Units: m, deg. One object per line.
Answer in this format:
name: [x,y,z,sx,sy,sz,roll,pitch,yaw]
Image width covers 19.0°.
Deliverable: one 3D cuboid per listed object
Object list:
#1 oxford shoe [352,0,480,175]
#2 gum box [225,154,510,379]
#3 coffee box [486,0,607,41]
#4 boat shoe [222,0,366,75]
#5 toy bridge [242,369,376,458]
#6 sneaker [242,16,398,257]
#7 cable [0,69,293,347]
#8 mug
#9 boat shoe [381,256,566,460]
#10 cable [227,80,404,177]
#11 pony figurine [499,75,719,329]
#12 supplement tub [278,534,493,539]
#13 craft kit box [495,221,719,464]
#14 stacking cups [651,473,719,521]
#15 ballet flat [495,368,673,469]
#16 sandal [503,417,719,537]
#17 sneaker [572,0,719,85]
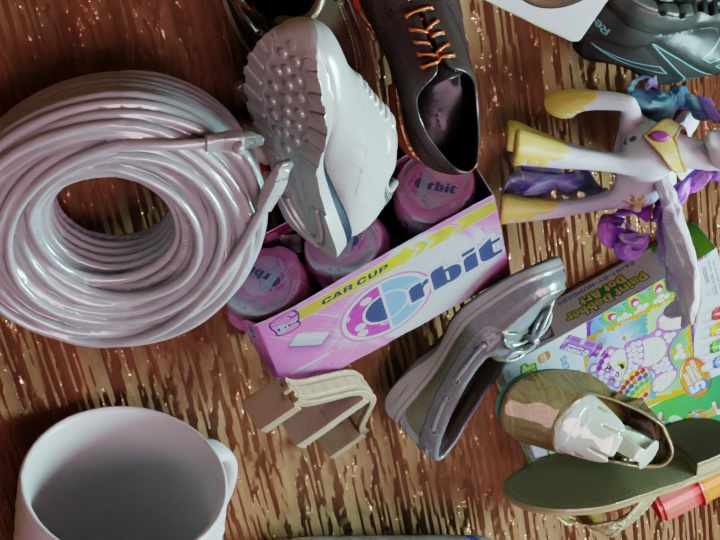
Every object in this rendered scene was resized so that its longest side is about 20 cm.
oxford shoe: [0.045,-0.157,1.417,0.071,0.073,0.200,-24,115,-11]
gum box: [0.000,0.000,1.519,0.200,0.066,0.114,-29,150,-6]
coffee box: [0.071,-0.288,1.263,0.200,0.200,0.198,20,113,-37]
boat shoe: [-0.051,-0.172,1.372,0.075,0.075,0.202,-38,133,3]
toy bridge: [-0.025,0.100,1.561,0.067,0.027,0.200,-35,163,6]
sneaker: [-0.019,-0.099,1.394,0.080,0.076,0.200,-37,149,-21]
cable: [-0.160,-0.039,1.391,0.200,0.069,0.200,10,129,-15]
mug: [-0.161,0.198,1.567,0.200,0.148,0.175,-38,151,-40]
boat shoe: [0.093,0.063,1.599,0.074,0.065,0.202,-21,158,-53]
cable: [-0.032,-0.070,1.478,0.200,0.050,0.097,16,117,-36]
pony figurine: [0.202,-0.065,1.539,0.200,0.167,0.193,4,156,-1]
supplement tub: [0.021,0.277,1.720,0.200,0.132,0.132,5,122,-30]
craft kit box: [0.212,0.083,1.736,0.197,0.049,0.200,-27,133,-3]
stacking cups: [0.339,0.155,1.846,0.200,0.061,0.061,-28,133,-6]
ballet flat: [0.182,0.122,1.640,0.200,0.072,0.068,22,101,-53]
sandal: [0.212,0.183,1.732,0.212,0.078,0.070,-15,125,-24]
sneaker: [0.240,-0.173,1.546,0.200,0.075,0.079,8,139,-31]
